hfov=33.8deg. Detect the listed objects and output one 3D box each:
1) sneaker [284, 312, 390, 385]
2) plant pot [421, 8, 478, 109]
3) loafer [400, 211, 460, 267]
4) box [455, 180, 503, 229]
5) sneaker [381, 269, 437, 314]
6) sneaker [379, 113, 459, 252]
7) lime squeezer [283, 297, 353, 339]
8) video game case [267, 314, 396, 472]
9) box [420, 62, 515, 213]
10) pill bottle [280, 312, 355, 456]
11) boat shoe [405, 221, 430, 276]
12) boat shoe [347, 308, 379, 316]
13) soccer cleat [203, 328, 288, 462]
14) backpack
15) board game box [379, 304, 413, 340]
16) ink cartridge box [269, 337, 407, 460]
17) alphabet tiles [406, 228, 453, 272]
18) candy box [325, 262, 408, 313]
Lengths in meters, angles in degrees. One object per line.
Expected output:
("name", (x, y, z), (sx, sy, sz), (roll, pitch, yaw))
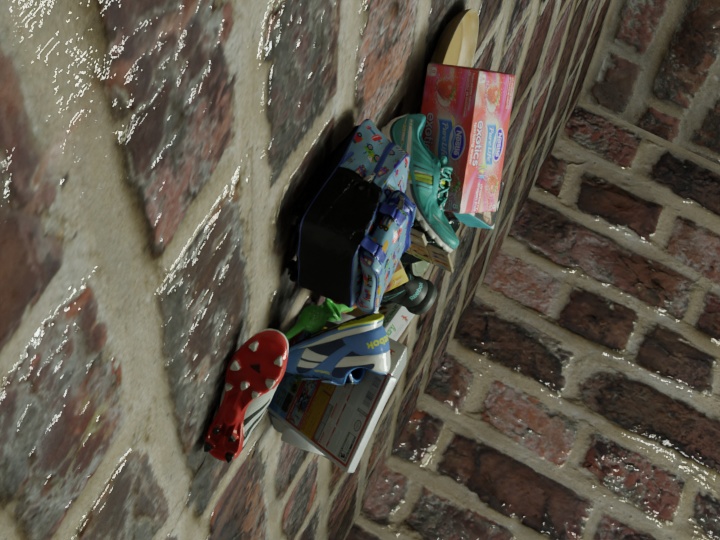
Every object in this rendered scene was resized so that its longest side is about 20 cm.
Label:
("sneaker", (-0.042, 0.121, 1.582), (0.198, 0.084, 0.074), (-20, -176, 37))
("plant pot", (0.133, -0.302, 1.803), (0.200, 0.027, 0.203), (19, 89, -77))
("loafer", (0.066, -0.044, 1.819), (0.199, 0.073, 0.072), (-33, 154, 29))
("box", (0.162, -0.131, 1.879), (0.199, 0.048, 0.084), (23, 78, -58))
("sneaker", (0.052, 0.016, 1.955), (0.076, 0.079, 0.199), (-61, -154, -9))
("sneaker", (0.093, -0.122, 1.640), (0.079, 0.203, 0.077), (-23, 177, 9))
("lime squeezer", (-0.055, 0.069, 1.601), (0.199, 0.038, 0.071), (-27, 152, -47))
("video game case", (-0.048, 0.168, 1.643), (0.017, 0.199, 0.145), (17, 101, -49))
("box", (0.147, -0.189, 1.704), (0.102, 0.094, 0.204), (-5, 106, -51))
("pill bottle", (-0.049, 0.163, 1.734), (0.112, 0.111, 0.204), (47, 59, -78))
("boat shoe", (0.089, -0.096, 1.886), (0.071, 0.060, 0.205), (-7, 108, -54))
("boat shoe", (-0.002, 0.059, 1.927), (0.070, 0.070, 0.200), (-61, 178, -16))
("soccer cleat", (-0.141, 0.150, 1.490), (0.085, 0.068, 0.202), (-61, 175, -67))
("backpack", (0.003, -0.075, 1.478), (0.183, 0.133, 0.202), (97, 19, -61))
("board game box", (0.017, 0.120, 2.056), (0.125, 0.035, 0.200), (-27, -165, 36))
("ink cartridge box", (-0.032, 0.181, 1.845), (0.202, 0.143, 0.085), (-60, 167, -21))
("alphabet tiles", (0.051, -0.048, 1.664), (0.008, 0.165, 0.200), (-64, 169, -6))
("candy box", (0.000, 0.000, 1.683), (0.115, 0.057, 0.200), (-27, 169, 2))
